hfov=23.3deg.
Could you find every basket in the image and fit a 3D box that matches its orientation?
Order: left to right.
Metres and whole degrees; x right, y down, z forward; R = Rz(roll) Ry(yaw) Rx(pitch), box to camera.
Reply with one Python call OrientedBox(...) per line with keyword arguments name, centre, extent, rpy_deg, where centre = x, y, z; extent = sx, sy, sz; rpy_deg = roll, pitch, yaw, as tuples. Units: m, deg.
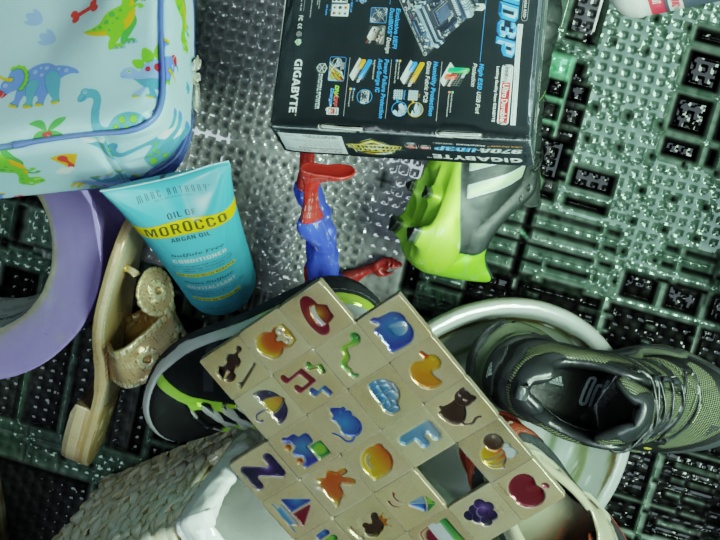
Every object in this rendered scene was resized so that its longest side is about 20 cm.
OrientedBox(name="basket", centre=(-0.096, 0.228, 1.181), extent=(0.161, 0.198, 0.200), rpy_deg=(-24, 101, 20))

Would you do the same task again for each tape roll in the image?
OrientedBox(name="tape roll", centre=(-0.258, -0.032, 1.190), extent=(0.200, 0.085, 0.200), rpy_deg=(3, 108, 9))

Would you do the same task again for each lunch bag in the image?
OrientedBox(name="lunch bag", centre=(-0.200, -0.128, 1.072), extent=(0.200, 0.082, 0.161), rpy_deg=(-8, 67, 9))

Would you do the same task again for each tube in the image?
OrientedBox(name="tube", centre=(-0.105, -0.025, 1.108), extent=(0.077, 0.200, 0.050), rpy_deg=(-17, 70, 0))

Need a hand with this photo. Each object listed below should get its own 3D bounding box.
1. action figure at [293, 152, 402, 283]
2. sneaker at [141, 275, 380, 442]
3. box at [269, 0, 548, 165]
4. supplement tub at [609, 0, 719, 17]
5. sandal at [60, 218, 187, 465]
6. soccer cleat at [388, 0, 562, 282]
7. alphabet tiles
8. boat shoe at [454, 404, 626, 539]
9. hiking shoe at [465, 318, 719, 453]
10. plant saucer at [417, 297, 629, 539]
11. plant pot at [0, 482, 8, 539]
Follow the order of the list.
OrientedBox(name="action figure", centre=(0.000, 0.000, 1.152), extent=(0.099, 0.065, 0.200), rpy_deg=(2, 132, -6))
OrientedBox(name="sneaker", centre=(-0.067, 0.074, 1.118), extent=(0.200, 0.083, 0.072), rpy_deg=(-32, 134, 30))
OrientedBox(name="box", centre=(0.035, -0.169, 1.068), extent=(0.159, 0.046, 0.200), rpy_deg=(4, 76, 9))
OrientedBox(name="supplement tub", centre=(0.232, -0.232, 1.012), extent=(0.200, 0.140, 0.140), rpy_deg=(-10, 104, 13))
OrientedBox(name="sandal", centre=(-0.147, 0.055, 1.195), extent=(0.070, 0.078, 0.212), rpy_deg=(21, 123, 2))
OrientedBox(name="soccer cleat", centre=(0.089, -0.087, 1.127), extent=(0.081, 0.068, 0.200), rpy_deg=(19, 102, -28))
OrientedBox(name="alphabet tiles", centre=(0.000, 0.104, 1.074), extent=(0.167, 0.008, 0.200), rpy_deg=(-34, 104, 24))
OrientedBox(name="boat shoe", centre=(0.130, 0.170, 1.140), extent=(0.071, 0.063, 0.200), rpy_deg=(-39, 119, -3))
OrientedBox(name="hiking shoe", centre=(0.168, 0.089, 1.104), extent=(0.200, 0.101, 0.076), rpy_deg=(10, 106, -19))
OrientedBox(name="plant saucer", centre=(0.082, 0.108, 1.166), extent=(0.200, 0.050, 0.200), rpy_deg=(-5, 109, -15))
OrientedBox(name="plant pot", centre=(-0.342, 0.194, 1.233), extent=(0.173, 0.200, 0.200), rpy_deg=(-7, 106, -6))
